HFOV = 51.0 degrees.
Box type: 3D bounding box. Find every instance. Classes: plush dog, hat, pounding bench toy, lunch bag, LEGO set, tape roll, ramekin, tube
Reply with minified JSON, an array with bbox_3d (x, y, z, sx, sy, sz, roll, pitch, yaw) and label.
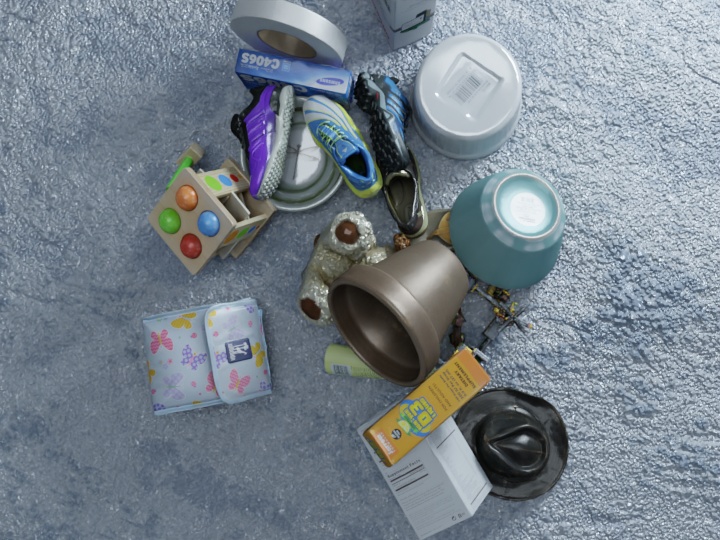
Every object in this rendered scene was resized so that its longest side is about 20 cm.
[{"bbox_3d":[0.000,0.000,1.272,0.169,0.161,0.202,23,106,-11],"label":"plush dog"},{"bbox_3d":[0.248,0.290,1.239,0.197,0.081,0.205,0,86,6],"label":"hat"},{"bbox_3d":[-0.274,-0.119,1.260,0.200,0.156,0.124,48,117,7],"label":"pounding bench toy"},{"bbox_3d":[-0.255,0.142,1.275,0.196,0.127,0.173,-8,87,-2],"label":"lunch bag"},{"bbox_3d":[0.172,0.096,1.242,0.200,0.116,0.154,-44,83,0],"label":"LEGO set"},{"bbox_3d":[-0.120,-0.395,1.265,0.199,0.203,0.038,17,88,6],"label":"tape roll"},{"bbox_3d":[0.181,-0.299,1.282,0.196,0.098,0.205,0,85,5],"label":"ramekin"},{"bbox_3d":[0.037,0.158,1.256,0.197,0.058,0.053,5,109,24],"label":"tube"}]

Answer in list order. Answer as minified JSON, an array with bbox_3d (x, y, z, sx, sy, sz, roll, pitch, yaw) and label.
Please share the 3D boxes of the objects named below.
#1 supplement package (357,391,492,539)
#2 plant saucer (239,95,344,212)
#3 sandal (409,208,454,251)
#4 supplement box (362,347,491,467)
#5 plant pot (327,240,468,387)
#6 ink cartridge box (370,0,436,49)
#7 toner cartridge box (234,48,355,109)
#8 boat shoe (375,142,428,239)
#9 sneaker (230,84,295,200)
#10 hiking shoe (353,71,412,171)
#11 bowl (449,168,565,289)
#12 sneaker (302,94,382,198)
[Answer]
[{"bbox_3d":[0.105,0.303,1.220,0.109,0.113,0.202,-35,82,28],"label":"supplement package"},{"bbox_3d":[-0.112,-0.200,1.324,0.196,0.050,0.204,0,85,5],"label":"plant saucer"},{"bbox_3d":[0.173,-0.070,1.287,0.196,0.054,0.082,-5,85,5],"label":"sandal"},{"bbox_3d":[0.099,0.205,1.129,0.199,0.069,0.067,-39,83,-13],"label":"supplement box"},{"bbox_3d":[0.076,0.048,1.164,0.174,0.201,0.201,-39,82,-28],"label":"plant pot"},{"bbox_3d":[0.063,-0.483,1.257,0.083,0.200,0.148,-23,85,0],"label":"ink cartridge box"},{"bbox_3d":[-0.111,-0.332,1.312,0.196,0.095,0.044,13,87,6],"label":"toner cartridge box"},{"bbox_3d":[0.068,-0.156,1.284,0.072,0.065,0.203,-21,71,9],"label":"boat shoe"},{"bbox_3d":[-0.175,-0.219,1.275,0.098,0.070,0.204,10,79,8],"label":"sneaker"},{"bbox_3d":[0.056,-0.258,1.273,0.085,0.075,0.203,-8,64,-21],"label":"hiking shoe"},{"bbox_3d":[0.251,-0.084,1.224,0.197,0.105,0.204,3,68,-8],"label":"bowl"},{"bbox_3d":[-0.028,-0.215,1.240,0.075,0.105,0.201,-37,86,-2],"label":"sneaker"}]
